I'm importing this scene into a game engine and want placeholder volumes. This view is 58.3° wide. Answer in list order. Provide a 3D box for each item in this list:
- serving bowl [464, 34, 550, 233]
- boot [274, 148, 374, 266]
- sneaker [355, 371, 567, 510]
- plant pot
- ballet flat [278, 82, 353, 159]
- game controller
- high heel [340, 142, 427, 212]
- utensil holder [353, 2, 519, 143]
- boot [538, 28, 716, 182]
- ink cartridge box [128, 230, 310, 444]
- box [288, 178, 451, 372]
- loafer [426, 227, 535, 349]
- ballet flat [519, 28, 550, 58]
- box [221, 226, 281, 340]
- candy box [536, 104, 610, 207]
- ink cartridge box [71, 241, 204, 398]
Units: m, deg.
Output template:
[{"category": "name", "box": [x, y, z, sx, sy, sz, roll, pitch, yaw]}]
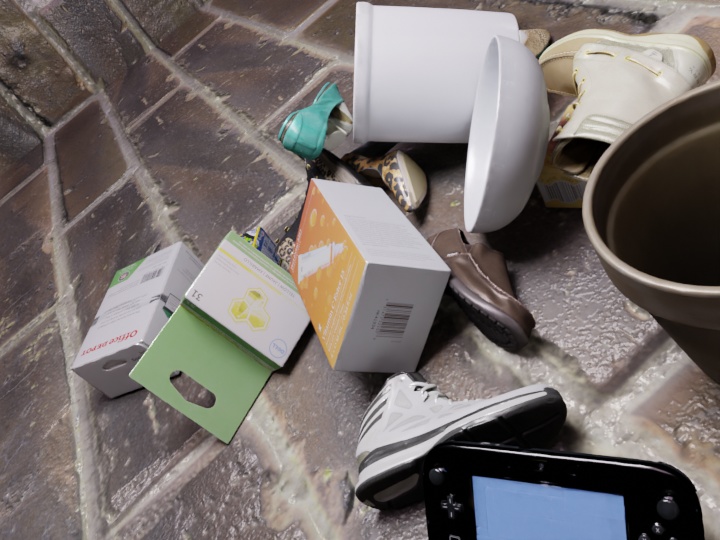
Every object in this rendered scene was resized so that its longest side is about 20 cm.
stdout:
[{"category": "serving bowl", "box": [0.156, -0.137, 0.678, 0.064, 0.203, 0.203, 6, 45, 1]}, {"category": "boot", "box": [-0.066, -0.088, 0.890, 0.152, 0.073, 0.200, -56, 43, 10]}, {"category": "sneaker", "box": [0.076, 0.121, 0.574, 0.198, 0.076, 0.117, -28, 39, 18]}, {"category": "plant pot", "box": [0.279, -0.009, 0.454, 0.197, 0.174, 0.202, -23, 38, 20]}, {"category": "ballet flat", "box": [-0.048, -0.195, 0.862, 0.068, 0.070, 0.201, -58, 4, 31]}, {"category": "game controller", "box": [0.133, 0.180, 0.454, 0.197, 0.042, 0.107, -5, 83, 36]}, {"category": "high heel", "box": [0.018, -0.112, 0.899, 0.142, 0.071, 0.202, -37, 37, 22]}, {"category": "utensil holder", "box": [0.089, -0.246, 0.826, 0.195, 0.172, 0.172, 3, 43, 0]}, {"category": "boot", "box": [0.234, -0.170, 0.666, 0.155, 0.072, 0.199, -51, 38, -13]}, {"category": "ink cartridge box", "box": [-0.154, 0.076, 0.764, 0.202, 0.145, 0.048, -59, 13, -28]}, {"category": "box", "box": [0.000, 0.000, 0.707, 0.201, 0.096, 0.127, -123, 44, -55]}, {"category": "loafer", "box": [0.121, 0.003, 0.663, 0.071, 0.073, 0.200, -39, 36, 0]}, {"category": "ballet flat", "box": [0.197, -0.303, 0.937, 0.200, 0.066, 0.070, -45, 35, -10]}, {"category": "box", "box": [-0.166, 0.038, 0.885, 0.069, 0.065, 0.202, -19, 40, 24]}, {"category": "candy box", "box": [0.293, -0.122, 0.666, 0.198, 0.057, 0.118, 6, 54, 46]}, {"category": "ink cartridge box", "box": [-0.322, 0.073, 0.964, 0.144, 0.085, 0.202, -20, 40, 24]}]
